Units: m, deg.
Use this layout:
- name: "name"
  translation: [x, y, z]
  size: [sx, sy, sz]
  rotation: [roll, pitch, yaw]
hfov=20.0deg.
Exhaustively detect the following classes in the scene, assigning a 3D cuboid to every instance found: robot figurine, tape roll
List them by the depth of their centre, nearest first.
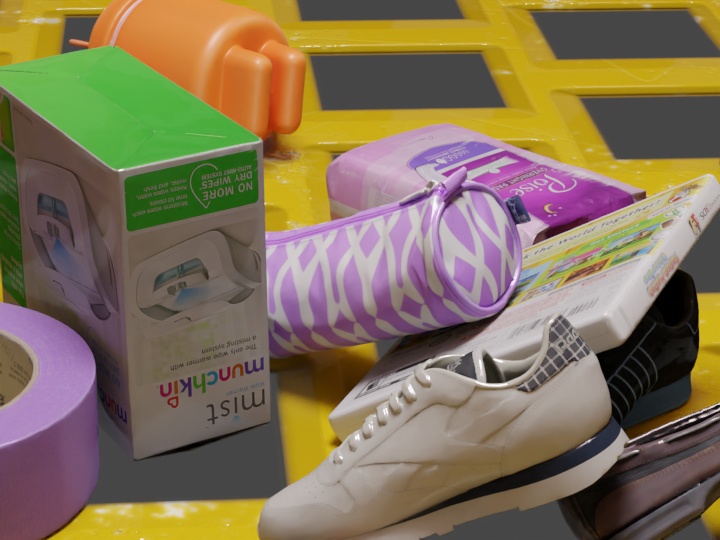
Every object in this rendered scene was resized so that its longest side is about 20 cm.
- name: "tape roll"
  translation: [-0.241, 0.084, 1.106]
  size: [0.198, 0.066, 0.200]
  rotation: [0, 24, 0]
- name: "robot figurine"
  translation: [-0.134, -0.157, 1.589]
  size: [0.199, 0.117, 0.144]
  rotation: [20, 62, 37]

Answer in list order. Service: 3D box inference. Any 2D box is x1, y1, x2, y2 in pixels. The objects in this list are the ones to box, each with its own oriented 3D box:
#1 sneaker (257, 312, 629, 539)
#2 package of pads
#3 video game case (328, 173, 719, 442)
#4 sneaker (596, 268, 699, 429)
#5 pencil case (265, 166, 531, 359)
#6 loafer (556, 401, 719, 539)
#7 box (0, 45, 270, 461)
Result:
- name: "sneaker"
  translation: [0.032, 0.087, 1.023]
  size: [0.199, 0.081, 0.076]
  rotation: [-22, 13, 16]
- name: "package of pads"
  translation: [0.083, -0.036, 1.376]
  size: [0.120, 0.076, 0.199]
  rotation: [-23, 33, -38]
- name: "video game case"
  translation: [0.097, 0.022, 1.171]
  size: [0.199, 0.023, 0.182]
  rotation: [-24, 13, 36]
- name: "sneaker"
  translation: [0.130, 0.058, 1.161]
  size: [0.070, 0.079, 0.199]
  rotation: [17, 28, 32]
- name: "pencil case"
  translation: [0.000, 0.000, 1.198]
  size: [0.199, 0.086, 0.084]
  rotation: [-15, 25, 39]
- name: "loafer"
  translation: [0.187, 0.076, 1.036]
  size: [0.199, 0.063, 0.072]
  rotation: [-34, -10, -5]
- name: "box"
  translation: [-0.136, -0.016, 1.196]
  size: [0.096, 0.178, 0.200]
  rotation: [-13, 28, -28]
